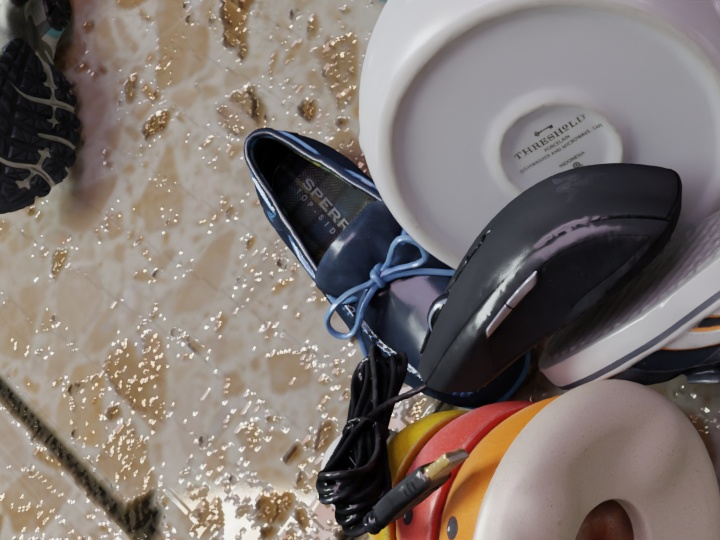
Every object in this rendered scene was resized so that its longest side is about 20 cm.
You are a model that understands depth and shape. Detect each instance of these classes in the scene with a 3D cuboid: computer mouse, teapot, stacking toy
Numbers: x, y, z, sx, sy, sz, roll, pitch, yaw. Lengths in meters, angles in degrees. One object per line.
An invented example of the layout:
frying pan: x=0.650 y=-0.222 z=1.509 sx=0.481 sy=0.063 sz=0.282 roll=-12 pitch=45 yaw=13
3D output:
computer mouse: x=0.048 y=0.027 z=0.743 sx=0.200 sy=0.046 sz=0.141 roll=-37 pitch=19 yaw=30
teapot: x=0.096 y=-0.099 z=0.817 sx=0.198 sy=0.198 sz=0.147 roll=5 pitch=40 yaw=3
stacking toy: x=0.050 y=0.113 z=0.798 sx=0.199 sy=0.146 sz=0.147 roll=7 pitch=74 yaw=51

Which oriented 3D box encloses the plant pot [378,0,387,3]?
plant pot: x=0.027 y=-0.261 z=0.935 sx=0.199 sy=0.134 sz=0.202 roll=-11 pitch=66 yaw=26

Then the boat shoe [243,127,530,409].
boat shoe: x=0.000 y=0.000 z=0.885 sx=0.200 sy=0.069 sz=0.084 roll=38 pitch=93 yaw=34

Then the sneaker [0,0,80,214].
sneaker: x=-0.224 y=-0.110 z=1.065 sx=0.086 sy=0.078 sz=0.201 roll=-25 pitch=49 yaw=27

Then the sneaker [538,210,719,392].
sneaker: x=0.169 y=0.014 z=0.747 sx=0.200 sy=0.079 sz=0.079 roll=-35 pitch=14 yaw=34
